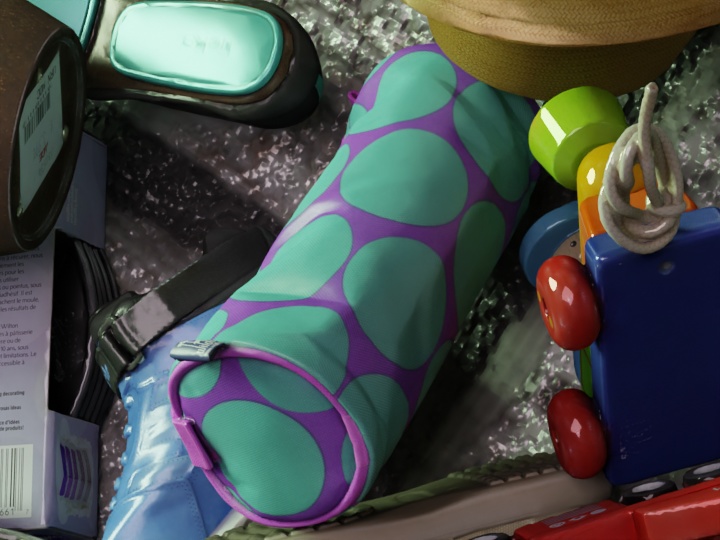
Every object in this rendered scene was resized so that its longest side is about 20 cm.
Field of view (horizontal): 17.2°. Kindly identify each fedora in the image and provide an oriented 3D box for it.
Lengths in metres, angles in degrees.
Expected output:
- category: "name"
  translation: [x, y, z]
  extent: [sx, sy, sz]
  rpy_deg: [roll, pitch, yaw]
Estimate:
- category: "fedora"
  translation: [0.085, -0.125, 0.929]
  extent: [0.200, 0.082, 0.201]
  rpy_deg: [2, 44, -2]

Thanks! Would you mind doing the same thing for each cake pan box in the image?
- category: "cake pan box"
  translation: [-0.204, 0.032, 1.053]
  extent: [0.199, 0.052, 0.185]
  rpy_deg: [-7, 76, 21]

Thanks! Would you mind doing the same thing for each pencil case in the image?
- category: "pencil case"
  translation: [0.000, 0.000, 0.906]
  extent: [0.092, 0.085, 0.200]
  rpy_deg: [3, 40, 30]

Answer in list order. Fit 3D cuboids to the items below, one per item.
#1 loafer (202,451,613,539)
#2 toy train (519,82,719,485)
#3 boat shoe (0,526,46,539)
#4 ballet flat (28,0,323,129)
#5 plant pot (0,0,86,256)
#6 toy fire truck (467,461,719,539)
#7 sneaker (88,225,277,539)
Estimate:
- category: "loafer"
  translation: [0.007, 0.121, 0.899]
  extent: [0.199, 0.076, 0.068]
  rpy_deg: [-14, 90, -9]
- category: "toy train"
  translation: [0.094, -0.026, 0.859]
  extent: [0.084, 0.200, 0.116]
  rpy_deg: [-15, 45, -6]
- category: "boat shoe"
  translation: [-0.185, 0.108, 0.963]
  extent: [0.201, 0.072, 0.066]
  rpy_deg: [20, 76, 34]
- category: "ballet flat"
  translation: [-0.103, -0.098, 1.033]
  extent: [0.200, 0.068, 0.068]
  rpy_deg: [21, 85, 26]
- category: "plant pot"
  translation: [-0.221, -0.072, 0.976]
  extent: [0.199, 0.187, 0.187]
  rpy_deg: [11, 81, 10]
- category: "toy fire truck"
  translation: [0.128, 0.102, 0.819]
  extent: [0.199, 0.141, 0.049]
  rpy_deg: [-16, 94, -9]
- category: "sneaker"
  translation: [-0.080, 0.072, 0.973]
  extent: [0.111, 0.077, 0.200]
  rpy_deg: [38, 89, 20]
